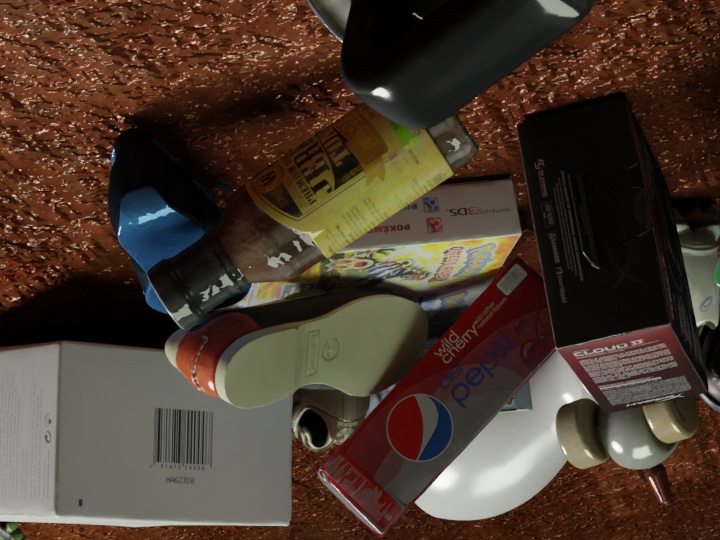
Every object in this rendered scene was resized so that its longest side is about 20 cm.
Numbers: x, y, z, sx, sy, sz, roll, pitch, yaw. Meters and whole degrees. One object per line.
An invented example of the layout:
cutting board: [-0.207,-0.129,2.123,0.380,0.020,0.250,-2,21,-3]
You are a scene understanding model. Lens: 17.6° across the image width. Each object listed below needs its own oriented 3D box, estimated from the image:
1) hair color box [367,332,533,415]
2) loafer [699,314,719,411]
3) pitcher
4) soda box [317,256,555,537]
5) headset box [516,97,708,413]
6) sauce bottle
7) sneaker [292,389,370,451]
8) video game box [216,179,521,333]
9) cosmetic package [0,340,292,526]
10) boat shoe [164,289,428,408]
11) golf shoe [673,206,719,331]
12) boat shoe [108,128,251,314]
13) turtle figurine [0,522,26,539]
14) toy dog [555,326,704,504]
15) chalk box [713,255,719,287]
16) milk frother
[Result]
hair color box: [0.055,0.077,1.712,0.098,0.061,0.200,-6,180,-9]
loafer: [0.306,0.025,1.663,0.200,0.072,0.063,-39,171,-37]
pitcher: [0.138,0.119,1.898,0.199,0.122,0.171,-33,167,28]
soda box: [0.059,0.086,1.573,0.200,0.063,0.070,-46,174,-6]
headset box: [0.158,-0.008,1.462,0.074,0.150,0.200,-13,162,12]
sauce bottle: [-0.029,-0.037,1.325,0.199,0.065,0.065,-35,159,1]
sneaker: [-0.047,0.098,1.745,0.070,0.076,0.200,2,172,-17]
video game box: [0.000,0.000,1.577,0.181,0.047,0.200,-8,162,-12]
cosmetic package: [-0.185,0.120,1.661,0.198,0.124,0.199,7,169,-39]
boat shoe: [-0.037,0.047,1.526,0.062,0.072,0.199,20,-159,41]
golf shoe: [0.198,0.029,1.672,0.078,0.098,0.200,-5,162,-18]
boat shoe: [-0.105,-0.030,1.412,0.084,0.069,0.200,-13,160,-3]
turtle figurine: [-0.345,0.281,2.092,0.144,0.200,0.194,-39,164,-18]
toy dog: [0.225,0.098,1.724,0.131,0.097,0.200,-7,-154,47]
chalk box: [0.335,0.017,1.542,0.199,0.126,0.124,19,-159,9]
milk frother: [0.024,-0.184,0.961,0.200,0.181,0.188,46,138,-13]
